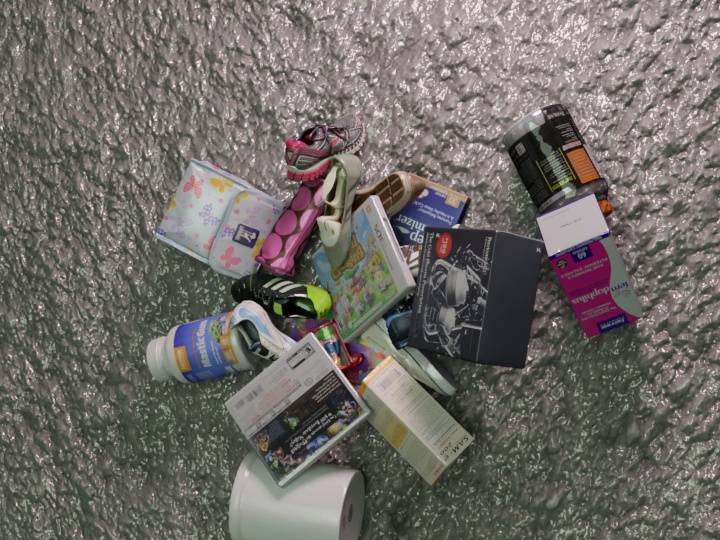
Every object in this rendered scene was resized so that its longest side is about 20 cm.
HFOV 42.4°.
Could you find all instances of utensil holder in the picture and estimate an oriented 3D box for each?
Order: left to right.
[{"bbox_3d":[-0.106,0.414,1.626,0.197,0.170,0.172,5,88,16],"label":"utensil holder"}]

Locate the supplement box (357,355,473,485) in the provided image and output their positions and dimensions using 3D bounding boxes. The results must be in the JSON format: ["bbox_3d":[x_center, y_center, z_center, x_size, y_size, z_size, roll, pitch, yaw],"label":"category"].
[{"bbox_3d":[0.087,0.257,1.581,0.073,0.126,0.200,-40,76,-24],"label":"supplement box"}]

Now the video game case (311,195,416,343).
[{"bbox_3d":[0.000,0.000,1.632,0.200,0.022,0.184,-43,60,40],"label":"video game case"}]

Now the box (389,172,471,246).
[{"bbox_3d":[0.104,-0.059,1.660,0.120,0.032,0.202,23,94,18],"label":"box"}]

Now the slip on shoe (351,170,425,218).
[{"bbox_3d":[0.034,-0.122,1.654,0.199,0.060,0.077,-32,74,46],"label":"slip on shoe"}]

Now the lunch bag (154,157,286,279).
[{"bbox_3d":[-0.254,-0.093,1.733,0.198,0.127,0.171,29,96,3],"label":"lunch bag"}]

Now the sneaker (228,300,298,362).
[{"bbox_3d":[-0.154,0.140,1.657,0.200,0.073,0.072,42,143,-7],"label":"sneaker"}]

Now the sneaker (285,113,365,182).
[{"bbox_3d":[-0.059,-0.232,1.654,0.080,0.200,0.075,14,130,30],"label":"sneaker"}]

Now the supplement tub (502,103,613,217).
[{"bbox_3d":[0.331,-0.164,1.544,0.122,0.122,0.202,-28,78,14],"label":"supplement tub"}]

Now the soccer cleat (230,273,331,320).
[{"bbox_3d":[-0.151,0.050,1.672,0.197,0.081,0.068,8,112,17],"label":"soccer cleat"}]

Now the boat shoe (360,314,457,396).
[{"bbox_3d":[0.081,0.161,1.628,0.200,0.071,0.070,42,100,14],"label":"boat shoe"}]

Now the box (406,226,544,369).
[{"bbox_3d":[0.177,0.038,1.459,0.181,0.103,0.203,7,88,56],"label":"box"}]

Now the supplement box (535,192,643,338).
[{"bbox_3d":[0.366,-0.005,1.475,0.100,0.201,0.104,-23,39,15],"label":"supplement box"}]

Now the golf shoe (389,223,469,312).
[{"bbox_3d":[0.098,-0.022,1.602,0.200,0.078,0.095,-45,76,13],"label":"golf shoe"}]

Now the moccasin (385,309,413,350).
[{"bbox_3d":[0.143,0.090,1.599,0.197,0.080,0.069,-14,86,-2],"label":"moccasin"}]

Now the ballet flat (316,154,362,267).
[{"bbox_3d":[-0.047,-0.105,1.620,0.067,0.063,0.203,23,106,46],"label":"ballet flat"}]

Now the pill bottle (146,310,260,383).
[{"bbox_3d":[-0.294,0.148,1.734,0.198,0.112,0.114,-15,82,16],"label":"pill bottle"}]

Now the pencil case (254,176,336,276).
[{"bbox_3d":[-0.111,-0.081,1.689,0.093,0.090,0.201,33,93,50],"label":"pencil case"}]

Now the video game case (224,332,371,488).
[{"bbox_3d":[-0.108,0.237,1.590,0.199,0.023,0.182,-39,67,-2],"label":"video game case"}]

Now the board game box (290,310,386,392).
[{"bbox_3d":[-0.046,0.145,1.688,0.198,0.039,0.160,19,92,18],"label":"board game box"}]
